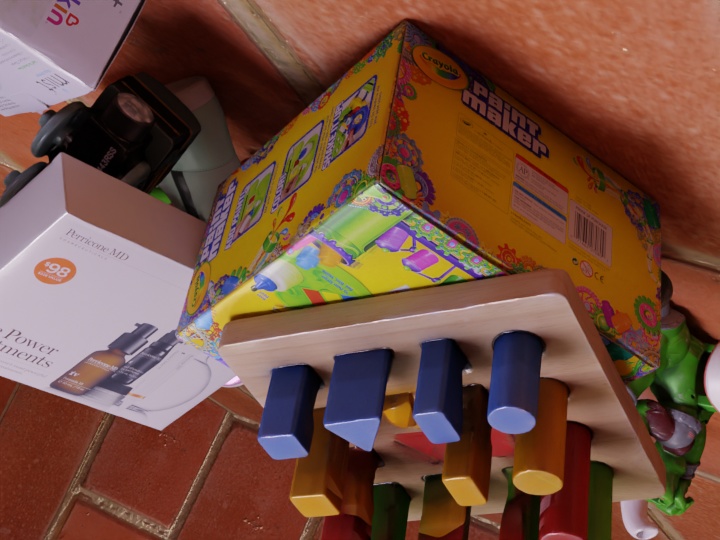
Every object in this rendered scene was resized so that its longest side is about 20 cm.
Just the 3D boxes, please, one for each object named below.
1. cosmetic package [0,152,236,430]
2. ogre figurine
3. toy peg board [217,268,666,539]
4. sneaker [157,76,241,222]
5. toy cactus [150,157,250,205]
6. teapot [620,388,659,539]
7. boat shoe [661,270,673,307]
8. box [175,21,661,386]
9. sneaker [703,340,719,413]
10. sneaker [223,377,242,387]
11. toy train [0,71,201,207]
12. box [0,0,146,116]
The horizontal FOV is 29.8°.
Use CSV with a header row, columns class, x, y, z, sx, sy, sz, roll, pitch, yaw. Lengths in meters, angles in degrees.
class,x,y,z,sx,sy,sz,roll,pitch,yaw
cosmetic package,-0.153,0.022,0.850,0.150,0.052,0.199,-38,138,26
ogre figurine,0.223,0.103,1.000,0.200,0.121,0.098,35,168,-31
toy peg board,0.046,0.111,0.739,0.198,0.098,0.200,-10,138,23
sneaker,-0.155,-0.075,1.023,0.200,0.074,0.119,3,121,55
toy cactus,-0.118,-0.052,1.143,0.164,0.103,0.199,23,163,-38
teapot,0.178,0.159,1.255,0.196,0.147,0.200,26,168,0
boat shoe,0.135,0.016,0.935,0.063,0.071,0.200,31,165,-20
box,0.035,0.000,0.780,0.199,0.123,0.192,32,137,-25
sneaker,0.337,0.115,0.929,0.199,0.079,0.115,30,168,-24
sneaker,-0.131,0.009,0.996,0.199,0.081,0.088,35,-156,19
toy train,-0.188,-0.046,0.907,0.085,0.200,0.114,41,-152,1
box,-0.243,-0.180,0.817,0.176,0.097,0.200,31,166,-25
